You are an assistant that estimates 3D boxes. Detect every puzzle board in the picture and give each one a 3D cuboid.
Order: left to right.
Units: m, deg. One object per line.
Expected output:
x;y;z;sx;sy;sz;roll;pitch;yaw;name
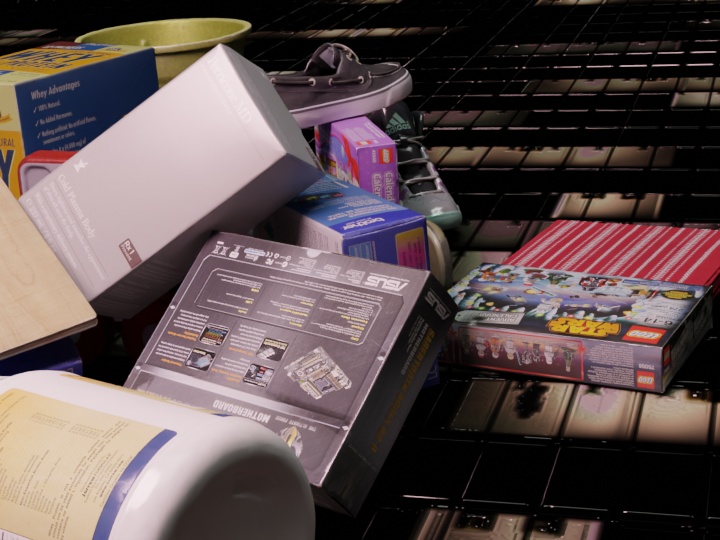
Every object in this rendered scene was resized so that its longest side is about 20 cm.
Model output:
-0.295;-0.002;0.971;0.150;0.017;0.200;-21;51;-28;puzzle board

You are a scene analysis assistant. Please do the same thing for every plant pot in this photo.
-0.217;-0.183;1.606;0.200;0.185;0.200;-3;18;1;plant pot

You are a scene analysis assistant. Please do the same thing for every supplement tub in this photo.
-0.140;0.132;0.732;0.199;0.145;0.144;10;23;35;supplement tub

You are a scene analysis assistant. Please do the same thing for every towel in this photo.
0.237;-0.008;1.246;0.199;0.023;0.145;6;23;32;towel

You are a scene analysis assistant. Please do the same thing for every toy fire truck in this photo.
-0.180;-0.015;1.130;0.199;0.169;0.112;3;20;20;toy fire truck

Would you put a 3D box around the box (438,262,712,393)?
0.160;0.040;1.092;0.199;0.040;0.137;6;22;28;box

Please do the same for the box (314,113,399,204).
-0.004;-0.073;1.311;0.039;0.137;0.200;-8;20;-11;box

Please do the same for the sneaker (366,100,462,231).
0.042;-0.119;1.425;0.077;0.140;0.200;-11;19;-20;sneaker

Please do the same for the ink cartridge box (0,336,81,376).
-0.283;0.058;0.989;0.136;0.076;0.200;-15;50;-25;ink cartridge box

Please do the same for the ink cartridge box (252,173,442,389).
-0.008;0.014;1.056;0.076;0.137;0.200;-14;22;-23;ink cartridge box

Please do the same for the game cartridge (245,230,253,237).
-0.122;-0.057;1.352;0.133;0.041;0.200;28;7;-18;game cartridge

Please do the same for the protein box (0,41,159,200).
-0.305;-0.110;1.385;0.135;0.201;0.198;8;22;32;protein box

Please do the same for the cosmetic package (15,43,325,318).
-0.139;-0.062;1.033;0.200;0.107;0.090;-38;-17;14;cosmetic package

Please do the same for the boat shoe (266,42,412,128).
-0.031;-0.180;1.313;0.200;0.066;0.070;-19;23;-34;boat shoe

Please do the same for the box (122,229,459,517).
-0.054;0.062;0.931;0.200;0.048;0.159;10;64;38;box

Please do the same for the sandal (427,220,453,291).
0.000;0.001;1.190;0.201;0.080;0.057;-2;13;43;sandal
